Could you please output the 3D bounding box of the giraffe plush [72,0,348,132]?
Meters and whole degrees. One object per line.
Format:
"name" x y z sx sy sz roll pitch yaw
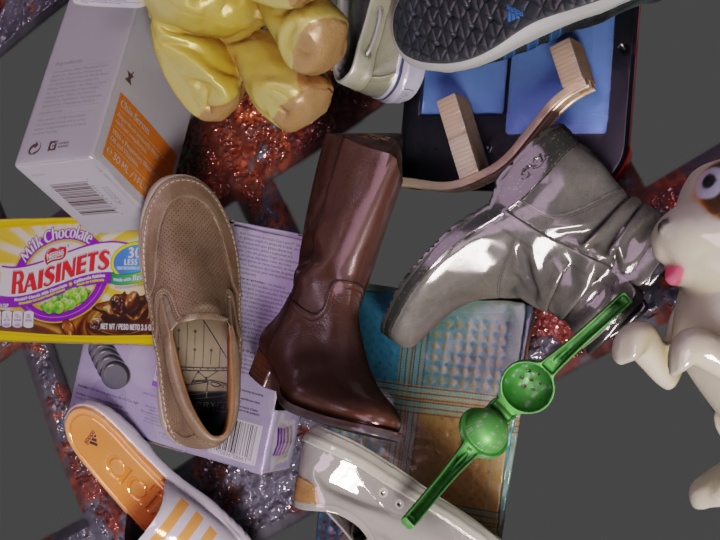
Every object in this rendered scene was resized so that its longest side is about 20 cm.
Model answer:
"giraffe plush" -0.085 -0.220 0.823 0.199 0.162 0.173 23 137 6

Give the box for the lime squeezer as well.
"lime squeezer" 0.098 0.093 0.722 0.200 0.071 0.038 -43 102 -9

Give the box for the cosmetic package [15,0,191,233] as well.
"cosmetic package" -0.184 -0.140 0.868 0.071 0.101 0.201 -3 62 23

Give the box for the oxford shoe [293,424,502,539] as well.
"oxford shoe" 0.034 0.170 0.731 0.058 0.200 0.075 -61 23 -15

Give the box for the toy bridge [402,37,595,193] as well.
"toy bridge" 0.074 -0.092 0.799 0.199 0.027 0.067 -23 75 27

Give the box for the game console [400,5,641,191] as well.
"game console" 0.114 -0.155 0.811 0.176 0.031 0.201 4 86 24

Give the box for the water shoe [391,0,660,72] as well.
"water shoe" 0.115 -0.175 0.759 0.199 0.079 0.072 -8 84 37

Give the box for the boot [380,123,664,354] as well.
"boot" 0.115 0.011 0.757 0.131 0.068 0.200 46 106 11

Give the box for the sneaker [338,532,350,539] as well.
"sneaker" -0.001 0.270 0.780 0.075 0.090 0.201 3 94 25

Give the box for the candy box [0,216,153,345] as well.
"candy box" -0.217 0.008 0.893 0.199 0.026 0.103 -1 81 25

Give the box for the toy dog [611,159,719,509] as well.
"toy dog" 0.247 0.027 0.657 0.193 0.140 0.201 -25 93 -2

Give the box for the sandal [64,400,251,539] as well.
"sandal" -0.166 0.190 0.861 0.207 0.059 0.079 42 124 7

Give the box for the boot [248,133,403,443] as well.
"boot" 0.000 0.000 0.751 0.186 0.064 0.201 22 91 56

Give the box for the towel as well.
"towel" 0.045 0.114 0.822 0.146 0.022 0.201 8 89 24

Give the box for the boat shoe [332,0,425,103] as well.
"boat shoe" 0.016 -0.226 0.829 0.072 0.062 0.201 -12 75 51

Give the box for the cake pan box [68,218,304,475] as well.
"cake pan box" -0.125 0.049 0.888 0.199 0.052 0.185 11 91 25

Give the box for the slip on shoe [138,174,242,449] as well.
"slip on shoe" -0.119 0.029 0.810 0.061 0.076 0.201 172 98 -66
